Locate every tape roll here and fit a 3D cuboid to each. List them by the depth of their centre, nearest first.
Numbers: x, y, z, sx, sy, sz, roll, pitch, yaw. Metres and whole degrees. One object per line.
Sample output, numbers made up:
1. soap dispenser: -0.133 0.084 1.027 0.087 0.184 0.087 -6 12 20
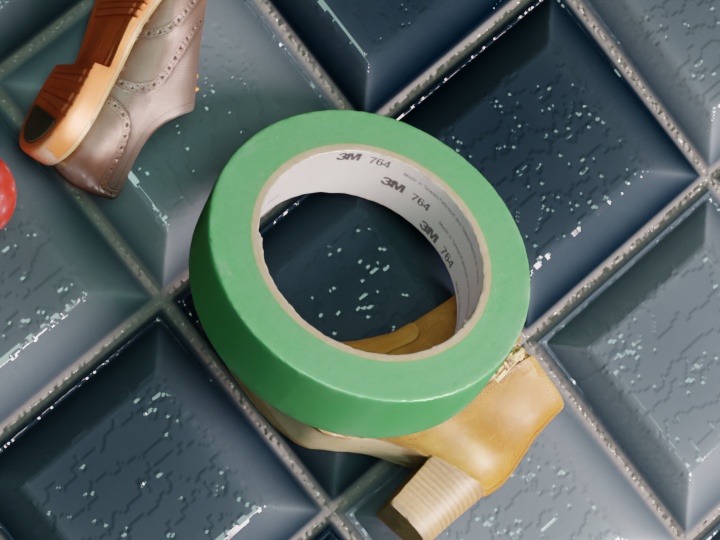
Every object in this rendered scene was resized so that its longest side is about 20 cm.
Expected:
1. tape roll: 0.000 0.000 1.353 0.199 0.048 0.201 11 56 -16

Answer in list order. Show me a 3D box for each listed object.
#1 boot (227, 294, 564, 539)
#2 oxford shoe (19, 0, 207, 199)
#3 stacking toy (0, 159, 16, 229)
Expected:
1. boot: 0.018 0.055 1.393 0.201 0.071 0.144 45 66 -5
2. oxford shoe: -0.124 -0.136 1.373 0.073 0.071 0.200 38 80 -29
3. stacking toy: -0.294 -0.031 1.305 0.199 0.085 0.086 -15 89 -22
